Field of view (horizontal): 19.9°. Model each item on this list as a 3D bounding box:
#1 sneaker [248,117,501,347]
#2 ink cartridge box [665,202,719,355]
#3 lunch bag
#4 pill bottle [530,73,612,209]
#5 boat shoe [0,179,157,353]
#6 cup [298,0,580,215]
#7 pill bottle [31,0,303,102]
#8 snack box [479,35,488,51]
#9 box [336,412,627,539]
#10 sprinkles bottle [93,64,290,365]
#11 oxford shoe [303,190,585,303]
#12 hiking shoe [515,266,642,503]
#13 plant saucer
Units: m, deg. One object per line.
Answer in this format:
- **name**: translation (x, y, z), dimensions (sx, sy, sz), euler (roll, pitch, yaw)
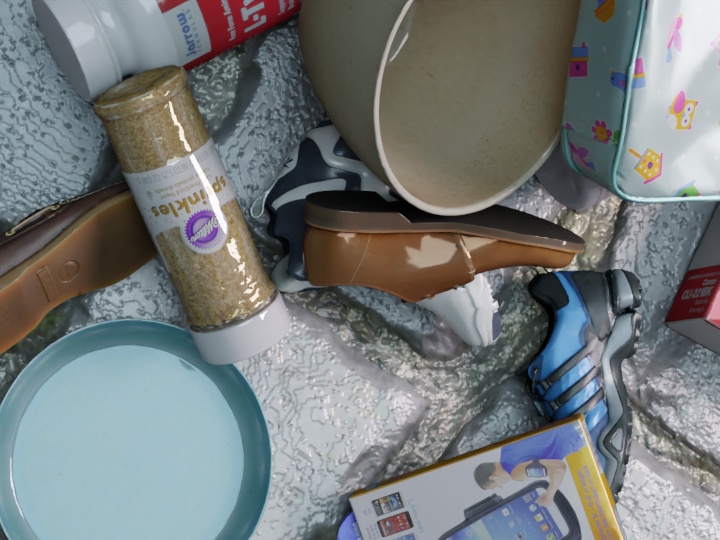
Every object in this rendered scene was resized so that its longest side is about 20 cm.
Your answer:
- **sneaker**: translation (0.000, 0.000, 1.461), dimensions (0.129, 0.079, 0.199), euler (-39, 100, -8)
- **ink cartridge box**: translation (0.342, -0.018, 1.541), dimensions (0.144, 0.084, 0.200), euler (27, 79, -9)
- **lunch bag**: translation (0.223, -0.143, 1.393), dimensions (0.160, 0.077, 0.201), euler (-4, 109, -32)
- **pill bottle**: translation (0.219, -0.135, 1.505), dimensions (0.200, 0.114, 0.114), euler (-26, 92, -14)
- **boat shoe**: translation (-0.216, -0.014, 1.410), dimensions (0.200, 0.070, 0.071), euler (-31, 138, -28)
- **cup**: translation (0.041, -0.156, 1.394), dimensions (0.200, 0.143, 0.201), euler (-22, 126, -34)
- **pill bottle**: translation (-0.122, -0.201, 1.427), dimensions (0.200, 0.112, 0.113), euler (-30, 93, -14)
- **snack box**: translation (0.111, -0.265, 1.500), dimensions (0.116, 0.037, 0.201), euler (-18, 81, -1)
- **box**: translation (0.083, 0.190, 1.451), dimensions (0.199, 0.041, 0.119), euler (-20, 89, 7)
- **sprinkles bottle**: translation (-0.113, -0.036, 1.391), dimensions (0.068, 0.068, 0.201), euler (-27, 110, -14)
- **oxford shoe**: translation (0.056, -0.012, 1.410), dimensions (0.199, 0.071, 0.072), euler (3, 106, -12)
- **hiking shoe**: translation (0.155, 0.095, 1.501), dimensions (0.086, 0.074, 0.201), euler (6, 78, 0)
- **plant saucer**: translation (-0.161, 0.135, 1.436), dimensions (0.199, 0.027, 0.201), euler (1, 85, -13)
